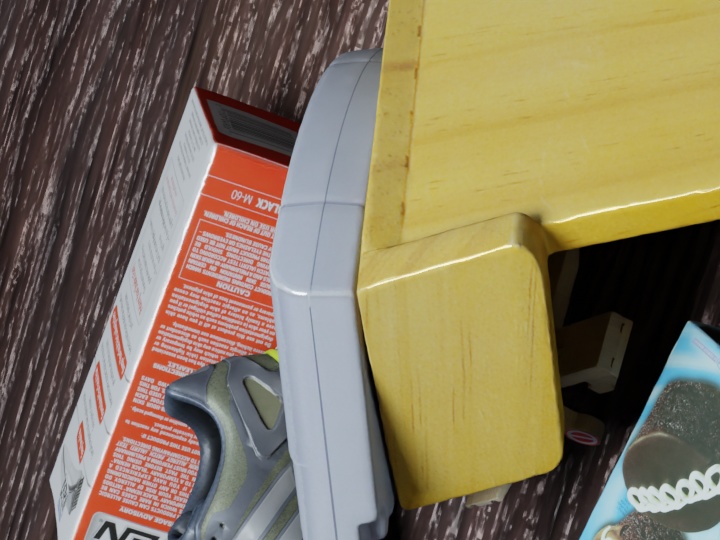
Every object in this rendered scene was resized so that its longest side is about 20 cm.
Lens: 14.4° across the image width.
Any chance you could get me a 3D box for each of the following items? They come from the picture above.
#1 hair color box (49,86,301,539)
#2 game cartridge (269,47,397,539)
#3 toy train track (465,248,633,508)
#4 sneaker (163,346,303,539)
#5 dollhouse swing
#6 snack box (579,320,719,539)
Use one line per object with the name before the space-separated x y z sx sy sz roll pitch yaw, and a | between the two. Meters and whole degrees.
hair color box | -0.076 0.032 1.265 0.111 0.064 0.201 -116 47 -71
game cartridge | 0.000 0.000 1.088 0.200 0.041 0.134 -74 -15 -60
toy train track | 0.053 0.051 1.137 0.200 0.032 0.115 -21 47 58
sneaker | -0.037 0.128 1.176 0.074 0.080 0.202 133 129 -65
dollhouse swing | 0.097 -0.041 1.052 0.182 0.174 0.201 78 -167 -48
snack box | 0.154 0.118 0.984 0.200 0.037 0.117 45 117 49
